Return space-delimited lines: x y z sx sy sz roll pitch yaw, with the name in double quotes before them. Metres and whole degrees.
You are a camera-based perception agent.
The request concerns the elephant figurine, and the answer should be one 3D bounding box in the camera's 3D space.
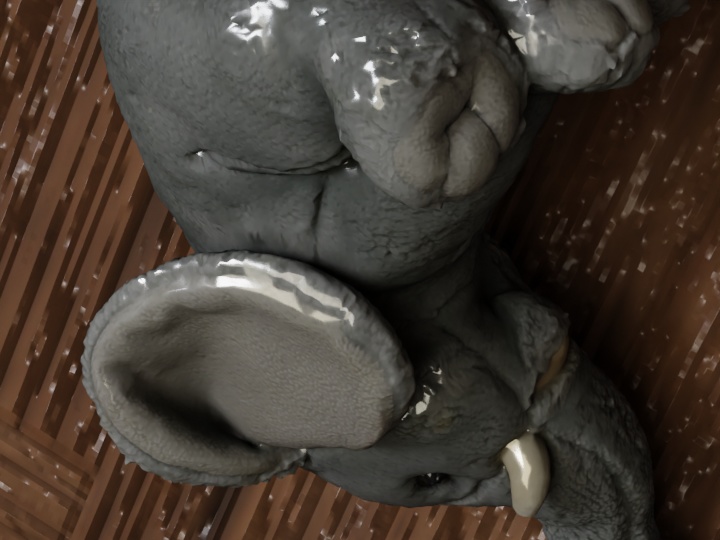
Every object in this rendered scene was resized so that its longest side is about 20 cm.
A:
"elephant figurine" 0.000 0.000 0.638 0.155 0.141 0.201 44 138 39
